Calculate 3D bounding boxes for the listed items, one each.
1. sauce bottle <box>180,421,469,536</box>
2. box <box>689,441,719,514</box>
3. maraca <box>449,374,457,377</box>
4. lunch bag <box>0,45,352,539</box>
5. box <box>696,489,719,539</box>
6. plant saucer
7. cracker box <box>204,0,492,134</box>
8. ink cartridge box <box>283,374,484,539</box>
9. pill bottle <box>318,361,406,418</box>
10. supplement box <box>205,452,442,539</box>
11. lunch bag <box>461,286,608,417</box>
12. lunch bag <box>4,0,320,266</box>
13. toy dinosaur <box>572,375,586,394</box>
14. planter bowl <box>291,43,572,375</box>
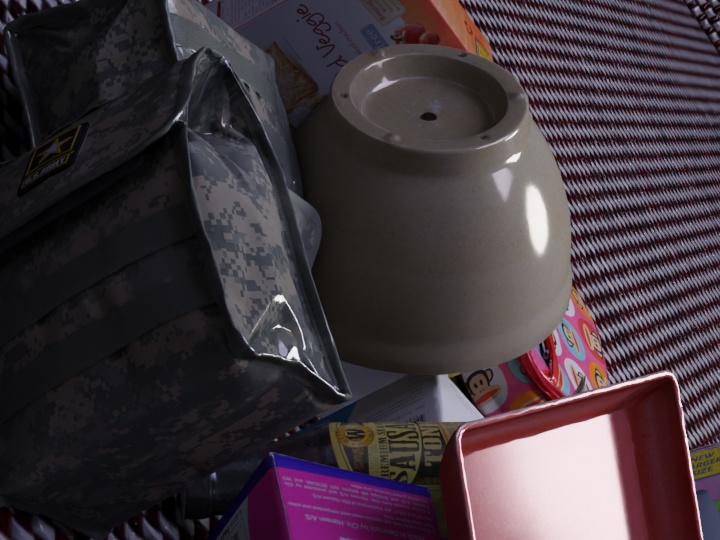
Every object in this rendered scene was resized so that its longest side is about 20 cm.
[{"bbox_3d":[0.002,0.115,1.318,0.066,0.199,0.066,179,-90,-80],"label":"sauce bottle"},{"bbox_3d":[0.205,0.240,1.656,0.097,0.175,0.200,-79,147,-56],"label":"box"},{"bbox_3d":[0.055,0.025,1.705,0.107,0.137,0.200,18,35,-5],"label":"maraca"},{"bbox_3d":[-0.116,0.001,1.183,0.117,0.164,0.201,30,36,-54],"label":"lunch bag"},{"bbox_3d":[0.132,0.232,1.477,0.118,0.200,0.197,65,17,9],"label":"box"},{"bbox_3d":[0.115,0.166,1.282,0.200,0.037,0.201,-10,91,-48],"label":"plant saucer"},{"bbox_3d":[-0.031,-0.128,1.554,0.134,0.200,0.058,50,22,-32],"label":"cracker box"},{"bbox_3d":[0.020,0.162,1.407,0.068,0.115,0.200,49,23,-34],"label":"ink cartridge box"},{"bbox_3d":[0.000,0.000,1.595,0.113,0.113,0.200,51,21,-32],"label":"pill bottle"},{"bbox_3d":[-0.010,0.206,1.217,0.103,0.101,0.200,15,41,-26],"label":"supplement box"},{"bbox_3d":[0.123,0.053,1.927,0.176,0.082,0.200,42,25,-38],"label":"lunch bag"},{"bbox_3d":[-0.102,-0.044,1.353,0.164,0.117,0.201,33,40,-61],"label":"lunch bag"},{"bbox_3d":[0.117,0.168,1.764,0.200,0.077,0.103,-32,91,-40],"label":"toy dinosaur"},{"bbox_3d":[0.035,-0.051,1.462,0.201,0.199,0.135,-93,-175,-54],"label":"planter bowl"}]
